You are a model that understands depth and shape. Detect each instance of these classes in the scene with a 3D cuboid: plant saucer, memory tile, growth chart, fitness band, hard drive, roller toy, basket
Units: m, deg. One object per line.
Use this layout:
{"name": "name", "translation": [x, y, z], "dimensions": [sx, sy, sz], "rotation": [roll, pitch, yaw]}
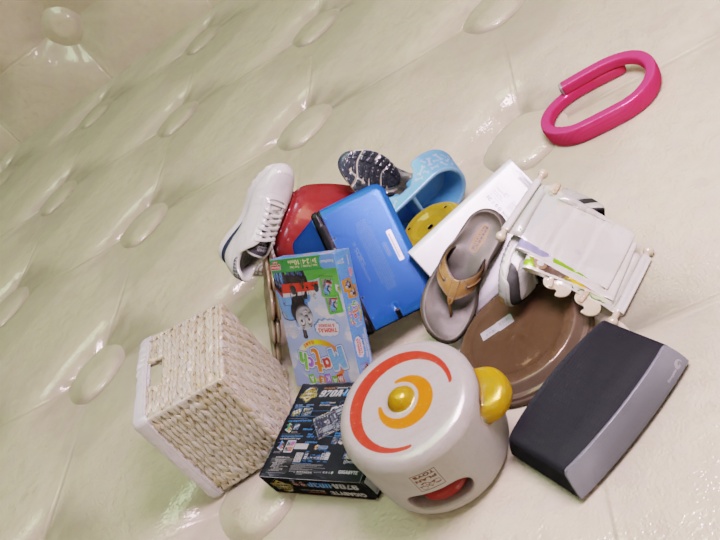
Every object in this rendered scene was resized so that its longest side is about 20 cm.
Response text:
{"name": "plant saucer", "translation": [0.209, 0.089, 1.205], "dimensions": [0.199, 0.029, 0.201], "rotation": [-29, 34, 22]}
{"name": "memory tile", "translation": [-0.148, 0.048, 1.542], "dimensions": [0.017, 0.154, 0.201], "rotation": [-5, 37, -8]}
{"name": "growth chart", "translation": [0.273, -0.029, 1.179], "dimensions": [0.200, 0.018, 0.145], "rotation": [37, 70, 15]}
{"name": "fitness band", "translation": [0.374, -0.272, 1.449], "dimensions": [0.199, 0.037, 0.144], "rotation": [-28, 35, 24]}
{"name": "hard drive", "translation": [0.265, 0.149, 1.056], "dimensions": [0.200, 0.042, 0.135], "rotation": [-48, 32, -10]}
{"name": "roller toy", "translation": [0.076, 0.185, 1.109], "dimensions": [0.199, 0.140, 0.183], "rotation": [16, 64, 44]}
{"name": "basket", "translation": [-0.220, 0.189, 1.392], "dimensions": [0.160, 0.200, 0.199], "rotation": [-31, 34, 13]}
{"name": "hard drive", "translation": [0.184, -0.044, 1.317], "dimensions": [0.200, 0.132, 0.027], "rotation": [-42, -13, -1]}

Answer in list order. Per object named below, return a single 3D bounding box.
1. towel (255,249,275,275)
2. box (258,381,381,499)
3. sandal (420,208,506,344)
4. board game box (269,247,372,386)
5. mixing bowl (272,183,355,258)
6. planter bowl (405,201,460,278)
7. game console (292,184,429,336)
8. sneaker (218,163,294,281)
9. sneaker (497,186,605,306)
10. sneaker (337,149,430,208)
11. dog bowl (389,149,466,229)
{"name": "towel", "translation": [-0.155, -0.054, 1.771], "dimensions": [0.199, 0.030, 0.147], "rotation": [6, 56, 50]}
{"name": "box", "translation": [-0.033, 0.231, 1.279], "dimensions": [0.199, 0.046, 0.160], "rotation": [-9, 44, 42]}
{"name": "sandal", "translation": [0.143, 0.002, 1.272], "dimensions": [0.081, 0.055, 0.201], "rotation": [29, 85, 12]}
{"name": "board game box", "translation": [-0.057, 0.073, 1.367], "dimensions": [0.036, 0.202, 0.151], "rotation": [-20, 10, -43]}
{"name": "mixing bowl", "translation": [-0.083, -0.068, 1.554], "dimensions": [0.200, 0.108, 0.202], "rotation": [-158, 90, -80]}
{"name": "planter bowl", "translation": [0.124, -0.043, 1.402], "dimensions": [0.199, 0.084, 0.201], "rotation": [-28, 35, 21]}
{"name": "game console", "translation": [0.000, 0.000, 1.404], "dimensions": [0.170, 0.201, 0.118], "rotation": [-26, -11, 0]}
{"name": "sneaker", "translation": [-0.156, -0.077, 1.495], "dimensions": [0.201, 0.076, 0.081], "rotation": [-63, 34, 14]}
{"name": "sneaker", "translation": [0.255, -0.031, 1.217], "dimensions": [0.087, 0.076, 0.201], "rotation": [21, 63, 32]}
{"name": "sneaker", "translation": [0.032, -0.147, 1.530], "dimensions": [0.086, 0.199, 0.078], "rotation": [22, 91, 52]}
{"name": "dog bowl", "translation": [0.090, -0.104, 1.495], "dimensions": [0.200, 0.112, 0.050], "rotation": [-44, 45, -3]}
